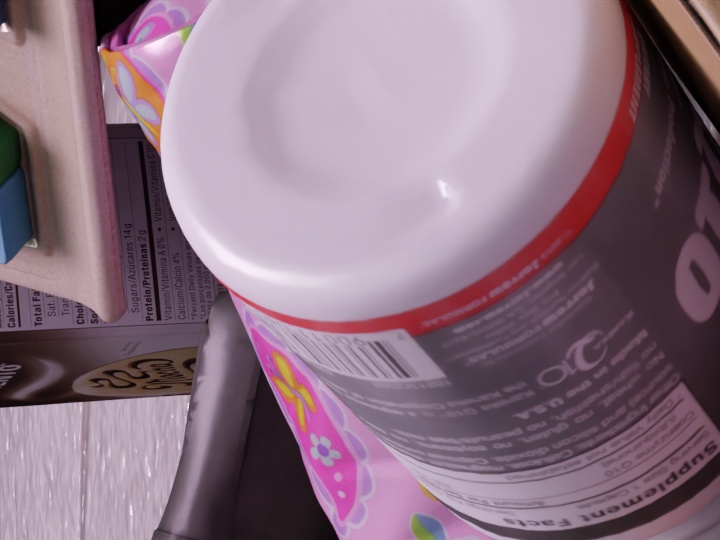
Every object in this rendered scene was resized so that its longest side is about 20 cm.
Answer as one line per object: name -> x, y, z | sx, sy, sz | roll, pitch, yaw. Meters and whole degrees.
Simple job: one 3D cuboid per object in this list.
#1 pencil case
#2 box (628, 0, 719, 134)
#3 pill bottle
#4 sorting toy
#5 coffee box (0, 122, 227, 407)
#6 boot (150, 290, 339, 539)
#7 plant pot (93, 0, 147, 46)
pencil case -> 0.000, 0.000, 0.833 | 0.200, 0.087, 0.087 | 64, 164, -14
box -> 0.054, -0.092, 0.643 | 0.200, 0.021, 0.163 | 54, -176, 0
pill bottle -> 0.044, 0.001, 0.710 | 0.200, 0.114, 0.114 | 48, -160, -52
sorting toy -> -0.164, -0.078, 0.871 | 0.200, 0.036, 0.185 | 18, 133, 24
coffee box -> -0.073, -0.001, 1.017 | 0.113, 0.200, 0.080 | 144, 121, -66
boot -> -0.013, 0.080, 0.978 | 0.200, 0.077, 0.139 | 5, -82, -73
plant pot -> -0.028, -0.177, 0.908 | 0.177, 0.200, 0.200 | 0, 92, 59
